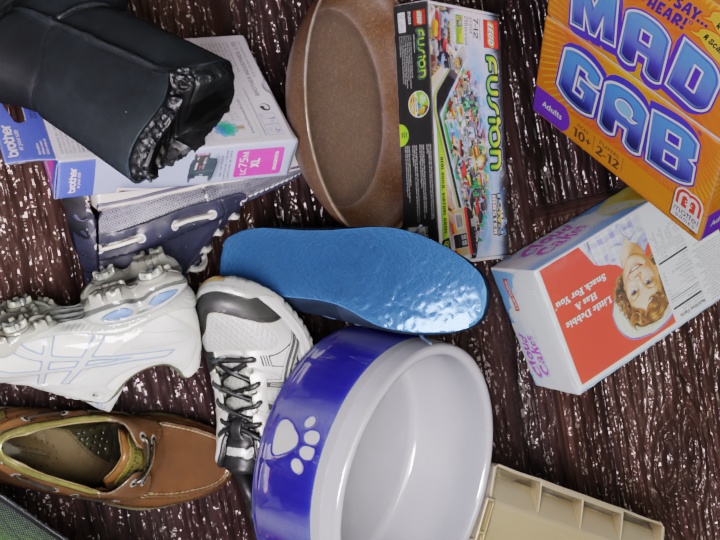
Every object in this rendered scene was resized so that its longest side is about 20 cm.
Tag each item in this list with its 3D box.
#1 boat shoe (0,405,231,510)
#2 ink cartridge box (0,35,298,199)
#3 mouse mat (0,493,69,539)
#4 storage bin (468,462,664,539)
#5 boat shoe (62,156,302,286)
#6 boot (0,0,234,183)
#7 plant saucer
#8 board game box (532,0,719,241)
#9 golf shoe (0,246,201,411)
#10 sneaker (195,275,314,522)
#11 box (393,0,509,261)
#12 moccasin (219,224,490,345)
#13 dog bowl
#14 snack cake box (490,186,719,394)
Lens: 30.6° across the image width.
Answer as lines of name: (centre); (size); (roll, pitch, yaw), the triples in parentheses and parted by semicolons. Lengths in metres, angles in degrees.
boat shoe: (-0.172, 0.135, 0.923); (0.198, 0.068, 0.073); (6, 85, -31)
ink cartridge box: (-0.156, -0.107, 0.904); (0.198, 0.042, 0.120); (-6, 49, -26)
mouse mat: (-0.231, 0.234, 0.848); (0.199, 0.008, 0.162); (33, 101, 1)
storage bin: (0.134, 0.275, 1.080); (0.199, 0.093, 0.200); (22, 79, -27)
boat shoe: (-0.121, -0.042, 0.959); (0.198, 0.075, 0.094); (-14, 113, -28)
boot: (-0.150, -0.151, 0.864); (0.167, 0.077, 0.201); (26, 51, 14)
plant saucer: (-0.006, -0.123, 0.990); (0.200, 0.036, 0.203); (7, 83, -63)
board game box: (0.286, -0.191, 1.053); (0.199, 0.200, 0.201); (-28, 143, -25)
golf shoe: (-0.201, 0.062, 0.881); (0.198, 0.078, 0.098); (-16, 113, 1)
sneaker: (-0.071, 0.098, 0.932); (0.088, 0.075, 0.201); (-63, 143, -46)
box: (0.074, -0.108, 1.051); (0.110, 0.034, 0.202); (-7, 94, -53)
moccasin: (0.000, 0.000, 0.938); (0.068, 0.198, 0.081); (26, 79, -72)
dog bowl: (0.013, 0.143, 0.951); (0.199, 0.078, 0.202); (-22, 118, -50)
snack cake box: (0.223, 0.007, 1.139); (0.199, 0.067, 0.116); (-29, 106, -25)
